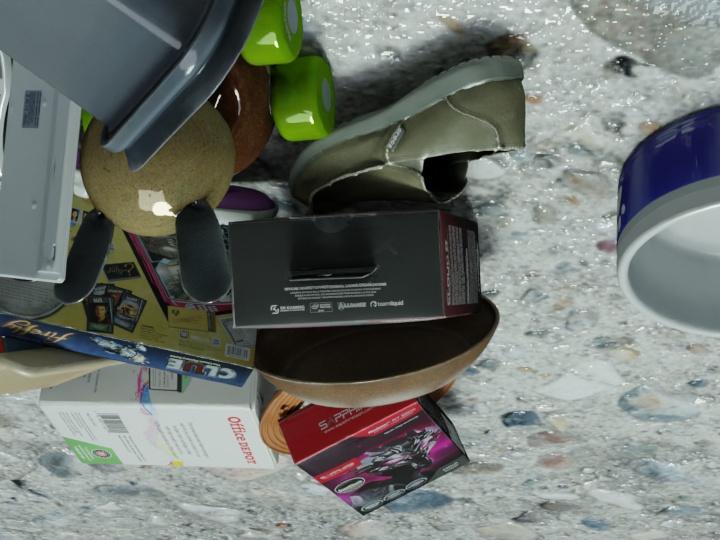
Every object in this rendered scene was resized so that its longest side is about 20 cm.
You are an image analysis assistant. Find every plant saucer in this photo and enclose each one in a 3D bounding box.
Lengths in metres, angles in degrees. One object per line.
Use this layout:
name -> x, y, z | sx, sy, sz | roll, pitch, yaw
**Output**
plant saucer -> 0.011, 0.061, 1.065 | 0.199, 0.200, 0.037 | -4, 108, 15

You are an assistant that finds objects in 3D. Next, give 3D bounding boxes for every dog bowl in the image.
dog bowl -> 0.281, -0.030, 0.963 | 0.199, 0.079, 0.200 | 4, 150, 2

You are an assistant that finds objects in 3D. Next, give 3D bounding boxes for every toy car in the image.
toy car -> -0.116, -0.065, 0.835 | 0.164, 0.201, 0.158 | -3, 150, 14

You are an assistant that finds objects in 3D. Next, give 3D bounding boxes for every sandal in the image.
sandal -> -0.153, -0.073, 0.975 | 0.202, 0.082, 0.050 | 11, 107, -13

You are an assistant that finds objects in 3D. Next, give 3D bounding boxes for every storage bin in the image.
storage bin -> -0.113, -0.176, 0.660 | 0.134, 0.201, 0.145 | 30, 143, -22

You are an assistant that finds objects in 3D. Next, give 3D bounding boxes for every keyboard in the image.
keyboard -> -0.187, -0.095, 0.804 | 0.056, 0.201, 0.011 | 5, 179, 35

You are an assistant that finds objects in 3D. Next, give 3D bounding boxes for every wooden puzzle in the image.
wooden puzzle -> -0.264, 0.074, 1.081 | 0.199, 0.037, 0.185 | -15, 174, 36

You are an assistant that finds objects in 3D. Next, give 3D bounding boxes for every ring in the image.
ring -> 0.000, 0.110, 1.248 | 0.200, 0.019, 0.201 | -18, 151, -10

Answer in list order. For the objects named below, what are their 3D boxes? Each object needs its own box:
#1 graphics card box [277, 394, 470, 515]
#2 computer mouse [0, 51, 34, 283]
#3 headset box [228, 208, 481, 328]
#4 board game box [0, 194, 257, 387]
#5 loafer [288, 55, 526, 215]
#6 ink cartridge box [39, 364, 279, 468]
graphics card box -> 0.017, 0.160, 1.273 | 0.125, 0.051, 0.200 | -28, 152, 5
computer mouse -> -0.260, -0.090, 0.918 | 0.109, 0.044, 0.201 | 12, 120, 2
headset box -> 0.000, 0.000, 0.976 | 0.148, 0.078, 0.200 | -4, 180, 12
board game box -> -0.173, 0.002, 1.027 | 0.199, 0.136, 0.035 | 14, 145, -15
loafer -> 0.030, -0.074, 0.910 | 0.075, 0.070, 0.200 | -8, 167, -47
ink cartridge box -> -0.182, 0.122, 1.291 | 0.199, 0.084, 0.145 | 0, 150, 7
